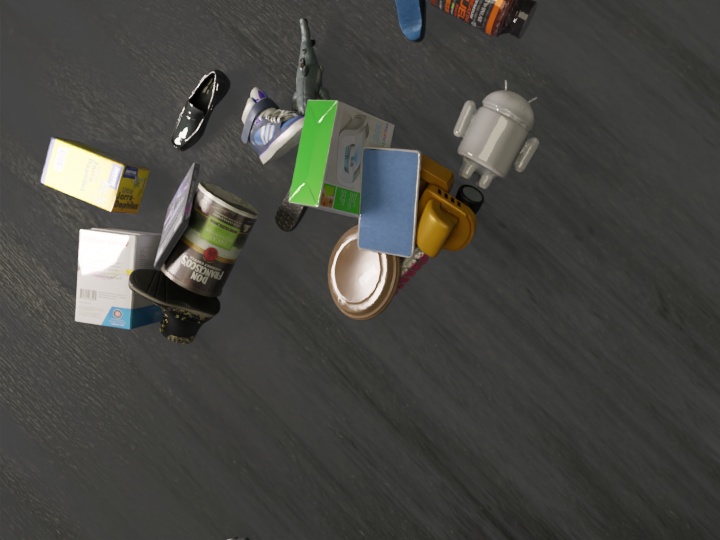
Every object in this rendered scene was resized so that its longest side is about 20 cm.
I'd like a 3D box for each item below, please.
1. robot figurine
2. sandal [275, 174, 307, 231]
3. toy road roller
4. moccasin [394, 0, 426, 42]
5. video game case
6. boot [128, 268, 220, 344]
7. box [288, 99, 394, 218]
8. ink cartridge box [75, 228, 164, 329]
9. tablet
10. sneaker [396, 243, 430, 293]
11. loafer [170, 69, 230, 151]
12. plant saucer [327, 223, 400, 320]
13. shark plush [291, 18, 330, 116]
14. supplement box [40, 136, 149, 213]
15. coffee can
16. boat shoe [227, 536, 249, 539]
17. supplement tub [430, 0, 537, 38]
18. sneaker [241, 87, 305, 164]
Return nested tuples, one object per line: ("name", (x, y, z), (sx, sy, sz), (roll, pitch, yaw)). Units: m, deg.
("robot figurine", (0.264, -0.262, 1.219), (0.167, 0.113, 0.203), (28, 99, -6))
("sandal", (-0.119, -0.173, 1.357), (0.075, 0.045, 0.201), (44, 116, 13))
("toy road roller", (0.135, -0.118, 1.218), (0.198, 0.146, 0.124), (33, 131, 6))
("moccasin", (0.097, -0.565, 1.266), (0.078, 0.068, 0.206), (0, 92, 21))
("video game case", (-0.393, -0.120, 1.337), (0.019, 0.203, 0.143), (25, 127, -25))
("boot", (-0.425, 0.086, 1.364), (0.200, 0.075, 0.154), (23, 134, -24))
("box", (-0.037, -0.217, 1.251), (0.095, 0.174, 0.205), (15, 94, 43))
("ink cartridge box", (-0.534, 0.013, 1.407), (0.143, 0.146, 0.206), (7, 95, 13))
("tablet", (0.054, -0.133, 1.208), (0.127, 0.014, 0.206), (11, 105, 29))
("sneaker", (0.062, -0.010, 1.306), (0.200, 0.073, 0.088), (-45, 67, 20))
("loafer", (-0.364, -0.357, 1.384), (0.068, 0.070, 0.202), (39, 101, 8))
("plant saucer", (0.000, 0.000, 1.293), (0.197, 0.029, 0.206), (-8, 78, 41))
("shark plush", (-0.105, -0.421, 1.312), (0.089, 0.083, 0.205), (11, 96, 12))
("supplement box", (-0.607, -0.217, 1.430), (0.196, 0.109, 0.112), (21, 97, 11))
("coffee can", (-0.327, -0.068, 1.353), (0.144, 0.146, 0.203), (30, 99, 10))
("boat shoe", (-0.259, 0.713, 1.422), (0.059, 0.075, 0.205), (-18, 90, 19))
("supplement tub", (0.241, -0.529, 1.212), (0.197, 0.107, 0.109), (30, 99, 10))
("sneaker", (-0.185, -0.322, 1.300), (0.199, 0.080, 0.149), (-22, 95, 54))
